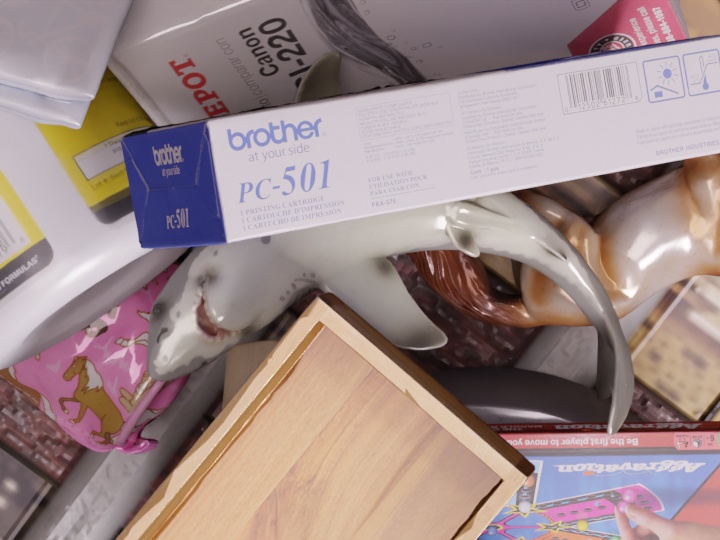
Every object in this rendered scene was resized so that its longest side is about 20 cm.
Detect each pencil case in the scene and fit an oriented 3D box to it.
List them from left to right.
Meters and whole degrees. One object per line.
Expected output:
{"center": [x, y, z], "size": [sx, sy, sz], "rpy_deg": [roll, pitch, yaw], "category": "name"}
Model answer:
{"center": [-0.154, -0.005, 1.106], "size": [0.200, 0.083, 0.087], "rpy_deg": [32, 127, -1], "category": "pencil case"}

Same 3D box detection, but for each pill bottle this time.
{"center": [-0.155, -0.070, 1.021], "size": [0.112, 0.112, 0.200], "rpy_deg": [-35, 85, 12], "category": "pill bottle"}

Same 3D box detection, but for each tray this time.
{"center": [-0.039, 0.116, 0.967], "size": [0.099, 0.037, 0.200], "rpy_deg": [41, 97, 6], "category": "tray"}

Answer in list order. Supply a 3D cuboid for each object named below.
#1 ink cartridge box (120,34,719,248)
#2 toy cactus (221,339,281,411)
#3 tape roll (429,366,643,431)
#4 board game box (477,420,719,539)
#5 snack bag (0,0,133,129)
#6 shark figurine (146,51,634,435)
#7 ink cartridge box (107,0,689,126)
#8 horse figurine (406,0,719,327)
{"center": [0.026, -0.046, 0.946], "size": [0.200, 0.094, 0.044], "rpy_deg": [-11, 94, -23], "category": "ink cartridge box"}
{"center": [-0.025, 0.111, 1.037], "size": [0.200, 0.102, 0.165], "rpy_deg": [-6, 82, 11], "category": "toy cactus"}
{"center": [0.053, 0.144, 1.121], "size": [0.200, 0.066, 0.201], "rpy_deg": [1, 101, 6], "category": "tape roll"}
{"center": [0.051, 0.113, 1.072], "size": [0.200, 0.019, 0.103], "rpy_deg": [-1, 102, 7], "category": "board game box"}
{"center": [-0.161, -0.158, 0.979], "size": [0.200, 0.021, 0.189], "rpy_deg": [17, 65, 7], "category": "snack bag"}
{"center": [0.018, -0.011, 1.038], "size": [0.214, 0.089, 0.128], "rpy_deg": [8, 88, -24], "category": "shark figurine"}
{"center": [0.010, -0.111, 1.025], "size": [0.200, 0.146, 0.085], "rpy_deg": [-19, 58, 12], "category": "ink cartridge box"}
{"center": [0.106, -0.029, 1.088], "size": [0.200, 0.050, 0.133], "rpy_deg": [-23, 92, 8], "category": "horse figurine"}
